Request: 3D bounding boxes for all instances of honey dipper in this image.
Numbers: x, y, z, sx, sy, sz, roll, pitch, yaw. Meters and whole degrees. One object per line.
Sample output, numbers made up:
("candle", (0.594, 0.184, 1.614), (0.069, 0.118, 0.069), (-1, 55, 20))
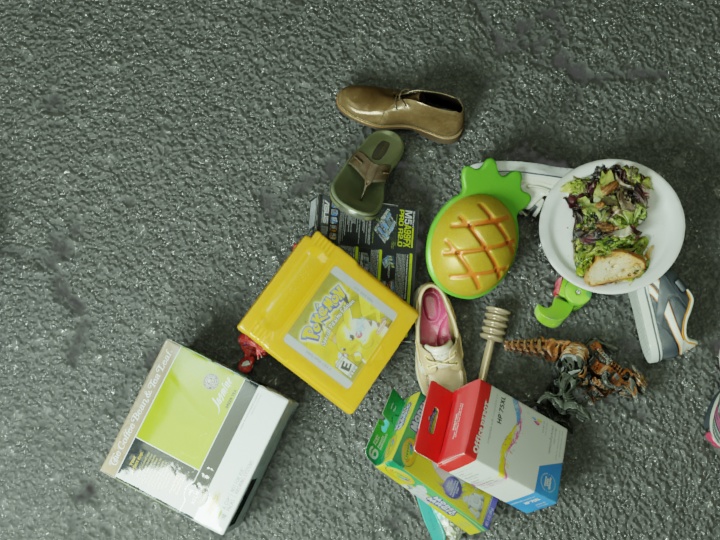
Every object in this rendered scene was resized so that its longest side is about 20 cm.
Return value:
("honey dipper", (0.177, 0.152, 1.361), (0.038, 0.038, 0.202), (14, 83, 5))

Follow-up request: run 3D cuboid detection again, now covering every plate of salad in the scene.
("plate of salad", (0.348, -0.066, 1.310), (0.198, 0.048, 0.202), (-5, 71, 14))

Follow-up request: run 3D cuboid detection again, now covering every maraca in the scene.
("maraca", (0.168, -0.058, 1.342), (0.136, 0.107, 0.202), (22, 92, -19))

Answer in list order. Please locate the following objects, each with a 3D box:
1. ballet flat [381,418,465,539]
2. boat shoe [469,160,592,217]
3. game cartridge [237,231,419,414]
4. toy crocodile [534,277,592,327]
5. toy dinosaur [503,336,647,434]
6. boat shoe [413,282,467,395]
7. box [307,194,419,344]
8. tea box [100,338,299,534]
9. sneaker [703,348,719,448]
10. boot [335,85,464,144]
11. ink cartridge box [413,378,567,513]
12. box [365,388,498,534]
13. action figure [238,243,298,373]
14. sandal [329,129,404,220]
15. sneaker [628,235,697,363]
("ballet flat", (0.095, 0.291, 1.338), (0.071, 0.072, 0.201), (-24, 82, -1))
("boat shoe", (0.252, -0.115, 1.386), (0.198, 0.071, 0.071), (7, 78, -2))
("game cartridge", (-0.042, 0.069, 1.304), (0.200, 0.032, 0.177), (38, 74, -11))
("toy crocodile", (0.318, -0.006, 1.362), (0.061, 0.068, 0.201), (27, 84, 8))
("toy dinosaur", (0.302, 0.151, 1.342), (0.198, 0.102, 0.137), (14, 66, 24))
("boat shoe", (0.111, 0.114, 1.354), (0.073, 0.069, 0.202), (-12, 80, 1))
("box", (0.000, 0.000, 1.366), (0.159, 0.044, 0.202), (6, 81, -18))
("tea box", (-0.220, 0.231, 1.322), (0.196, 0.134, 0.201), (26, 83, 6))
("sneaker", (0.545, 0.155, 1.320), (0.080, 0.075, 0.202), (15, 81, 5))
("boot", (0.061, -0.251, 1.407), (0.198, 0.076, 0.074), (13, 66, 4))
("ink cartridge box", (0.179, 0.231, 1.276), (0.199, 0.067, 0.117), (30, 54, -18))
("box", (0.106, 0.256, 1.288), (0.199, 0.048, 0.118), (36, 54, -12))
("action figure", (-0.110, 0.068, 1.362), (0.065, 0.099, 0.201), (34, 85, -37))
("sandal", (0.012, -0.150, 1.363), (0.079, 0.058, 0.202), (22, 49, 1))
("sneaker", (0.425, 0.026, 1.348), (0.079, 0.078, 0.202), (-13, 88, 4))
